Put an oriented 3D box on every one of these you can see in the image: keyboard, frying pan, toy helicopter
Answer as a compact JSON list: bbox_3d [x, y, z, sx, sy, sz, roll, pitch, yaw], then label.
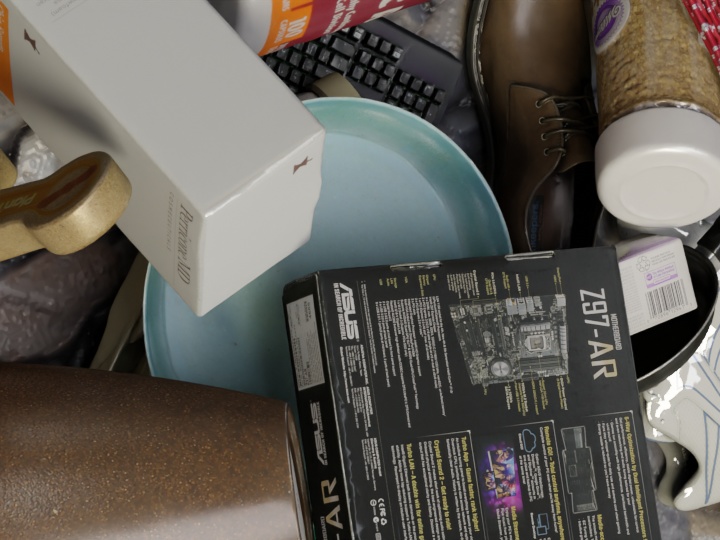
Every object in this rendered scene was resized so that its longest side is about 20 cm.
[{"bbox_3d":[-0.029,-0.136,1.250,0.200,0.021,0.127,24,85,-31],"label":"keyboard"},{"bbox_3d":[0.157,0.004,1.308,0.190,0.115,0.031,-52,126,-30],"label":"frying pan"},{"bbox_3d":[-0.180,-0.009,1.075,0.079,0.200,0.132,52,46,-25],"label":"toy helicopter"}]

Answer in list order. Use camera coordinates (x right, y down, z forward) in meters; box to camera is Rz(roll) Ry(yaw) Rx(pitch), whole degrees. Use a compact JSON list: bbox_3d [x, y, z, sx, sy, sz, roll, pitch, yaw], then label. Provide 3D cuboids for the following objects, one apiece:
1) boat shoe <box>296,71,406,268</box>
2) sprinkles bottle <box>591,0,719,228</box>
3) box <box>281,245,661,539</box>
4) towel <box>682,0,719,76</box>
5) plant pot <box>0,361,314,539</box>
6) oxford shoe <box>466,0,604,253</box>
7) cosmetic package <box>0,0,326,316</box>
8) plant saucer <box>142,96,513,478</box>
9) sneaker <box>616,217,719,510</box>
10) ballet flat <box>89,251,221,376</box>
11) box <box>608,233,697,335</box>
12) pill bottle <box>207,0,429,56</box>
[{"bbox_3d":[0.000,0.000,1.262,0.068,0.075,0.200,-30,109,-11],"label":"boat shoe"},{"bbox_3d":[0.153,-0.119,1.272,0.068,0.068,0.200,27,47,-30],"label":"sprinkles bottle"},{"bbox_3d":[0.056,0.094,1.135,0.160,0.044,0.200,-6,83,-26],"label":"box"},{"bbox_3d":[0.201,-0.162,1.283,0.145,0.022,0.200,-20,82,-55],"label":"towel"},{"bbox_3d":[-0.123,0.119,1.093,0.200,0.187,0.187,-8,103,2],"label":"plant pot"},{"bbox_3d":[0.104,-0.082,1.299,0.073,0.084,0.200,-8,99,-27],"label":"oxford shoe"},{"bbox_3d":[-0.107,-0.088,1.105,0.071,0.101,0.200,-36,71,-21],"label":"cosmetic package"},{"bbox_3d":[-0.017,0.015,1.198,0.200,0.027,0.201,-3,97,-25],"label":"plant saucer"},{"bbox_3d":[0.181,0.048,1.371,0.087,0.074,0.200,-29,110,-17],"label":"sneaker"},{"bbox_3d":[-0.100,0.054,1.211,0.069,0.069,0.200,31,81,-30],"label":"ballet flat"},{"bbox_3d":[0.072,0.031,1.207,0.200,0.039,0.042,-21,103,-23],"label":"box"},{"bbox_3d":[0.001,-0.179,1.185,0.200,0.114,0.114,-21,107,-25],"label":"pill bottle"}]
